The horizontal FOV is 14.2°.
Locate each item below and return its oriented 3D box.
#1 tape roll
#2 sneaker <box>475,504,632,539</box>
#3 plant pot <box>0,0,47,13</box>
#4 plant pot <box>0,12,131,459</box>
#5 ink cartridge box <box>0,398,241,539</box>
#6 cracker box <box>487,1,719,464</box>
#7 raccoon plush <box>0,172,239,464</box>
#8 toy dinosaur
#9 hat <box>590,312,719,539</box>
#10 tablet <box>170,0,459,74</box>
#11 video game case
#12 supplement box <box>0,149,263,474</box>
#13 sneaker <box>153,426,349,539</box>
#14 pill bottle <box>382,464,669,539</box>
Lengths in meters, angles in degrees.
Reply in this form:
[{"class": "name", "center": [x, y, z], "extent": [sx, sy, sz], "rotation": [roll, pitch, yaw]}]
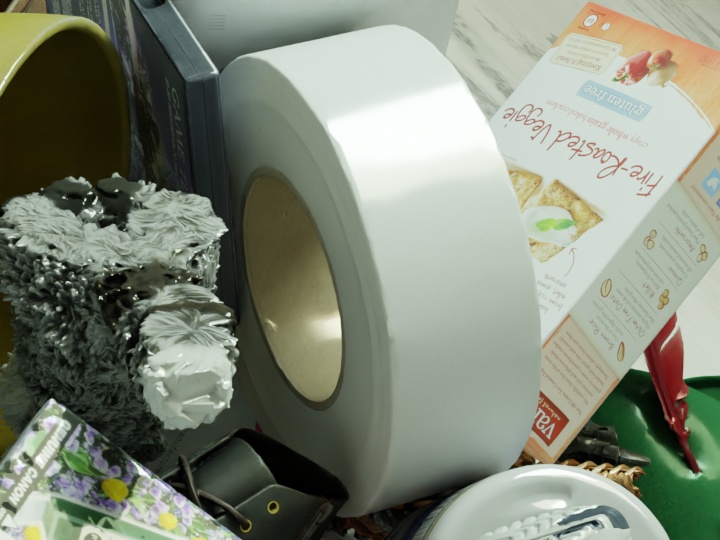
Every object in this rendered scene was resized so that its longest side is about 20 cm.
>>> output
[{"class": "tape roll", "center": [0.000, 0.000, 1.226], "extent": [0.070, 0.203, 0.203], "rotation": [-15, 40, -22]}, {"class": "sneaker", "center": [0.053, 0.187, 1.073], "extent": [0.199, 0.079, 0.130], "rotation": [-43, 109, -41]}, {"class": "plant pot", "center": [-0.128, -0.087, 1.511], "extent": [0.198, 0.200, 0.200], "rotation": [36, 15, -21]}, {"class": "plant pot", "center": [-0.200, -0.023, 1.219], "extent": [0.141, 0.201, 0.200], "rotation": [14, 12, 15]}, {"class": "ink cartridge box", "center": [-0.069, 0.152, 1.065], "extent": [0.200, 0.050, 0.109], "rotation": [37, 54, -5]}, {"class": "cracker box", "center": [0.097, -0.021, 1.344], "extent": [0.058, 0.200, 0.134], "rotation": [45, -10, -37]}, {"class": "raccoon plush", "center": [-0.103, 0.053, 1.130], "extent": [0.096, 0.135, 0.200], "rotation": [3, 25, -7]}, {"class": "toy dinosaur", "center": [0.061, 0.113, 1.370], "extent": [0.135, 0.103, 0.200], "rotation": [12, 7, -35]}, {"class": "hat", "center": [0.117, 0.077, 1.436], "extent": [0.176, 0.165, 0.201], "rotation": [44, 36, -41]}, {"class": "tablet", "center": [-0.027, -0.085, 1.299], "extent": [0.129, 0.200, 0.014], "rotation": [-1, 62, -8]}, {"class": "video game case", "center": [-0.103, -0.086, 1.289], "extent": [0.019, 0.143, 0.200], "rotation": [-19, 45, -17]}, {"class": "supplement box", "center": [-0.109, 0.025, 1.365], "extent": [0.200, 0.101, 0.103], "rotation": [34, 14, -4]}, {"class": "sneaker", "center": [-0.094, 0.108, 1.146], "extent": [0.075, 0.106, 0.200], "rotation": [44, 20, 30]}, {"class": "pill bottle", "center": [0.059, 0.146, 1.226], "extent": [0.111, 0.111, 0.200], "rotation": [33, -14, -4]}]
